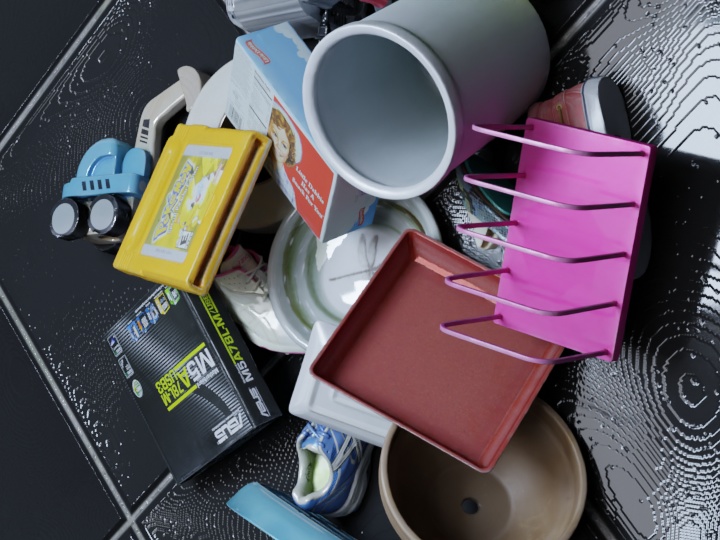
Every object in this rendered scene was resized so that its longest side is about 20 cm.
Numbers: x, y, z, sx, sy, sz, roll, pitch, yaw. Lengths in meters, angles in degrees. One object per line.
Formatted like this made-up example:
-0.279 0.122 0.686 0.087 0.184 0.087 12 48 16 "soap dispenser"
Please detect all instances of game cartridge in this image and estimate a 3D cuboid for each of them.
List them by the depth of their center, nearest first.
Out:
-0.182 -0.069 1.766 0.199 0.032 0.177 12 77 57 "game cartridge"

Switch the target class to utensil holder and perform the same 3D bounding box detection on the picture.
0.069 -0.184 1.599 0.169 0.200 0.171 19 125 29 "utensil holder"

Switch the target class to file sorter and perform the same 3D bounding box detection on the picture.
0.162 -0.027 1.513 0.138 0.125 0.202 18 105 38 "file sorter"

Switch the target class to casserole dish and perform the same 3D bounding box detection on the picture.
-0.053 0.277 1.753 0.199 0.121 0.039 28 86 33 "casserole dish"

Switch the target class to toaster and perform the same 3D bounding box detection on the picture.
-0.066 -0.323 1.782 0.128 0.113 0.202 -6 76 40 "toaster"

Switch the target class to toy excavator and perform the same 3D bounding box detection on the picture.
-0.258 -0.129 1.938 0.193 0.100 0.202 -4 77 35 "toy excavator"

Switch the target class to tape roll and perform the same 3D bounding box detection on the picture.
-0.105 -0.142 1.834 0.201 0.037 0.205 -6 78 29 "tape roll"

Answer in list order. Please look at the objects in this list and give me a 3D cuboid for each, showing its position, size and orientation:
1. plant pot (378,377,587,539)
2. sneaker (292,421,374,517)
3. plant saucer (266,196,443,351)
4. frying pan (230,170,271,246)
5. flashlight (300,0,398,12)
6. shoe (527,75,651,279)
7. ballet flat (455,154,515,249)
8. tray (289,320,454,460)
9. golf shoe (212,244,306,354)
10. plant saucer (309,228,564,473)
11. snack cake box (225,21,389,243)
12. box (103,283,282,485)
0.113 0.214 1.618 0.201 0.200 0.093 57 158 23 "plant pot"
-0.019 0.164 1.753 0.075 0.077 0.202 14 95 37 "sneaker"
0.000 0.000 1.746 0.199 0.050 0.202 -6 74 22 "plant saucer"
-0.156 -0.081 1.889 0.115 0.031 0.191 41 104 21 "frying pan"
0.005 -0.277 1.678 0.068 0.199 0.068 -47 64 26 "flashlight"
0.215 -0.080 1.600 0.091 0.071 0.202 -18 73 36 "shoe"
0.150 -0.032 1.644 0.200 0.074 0.074 47 114 30 "ballet flat"
0.031 0.132 1.689 0.199 0.022 0.108 19 107 6 "tray"
-0.110 0.026 1.802 0.199 0.075 0.092 21 138 24 "golf shoe"
0.081 0.080 1.619 0.199 0.200 0.037 28 150 12 "plant saucer"
-0.057 -0.142 1.709 0.200 0.067 0.115 54 150 26 "snack cake box"
-0.189 0.115 1.842 0.200 0.047 0.194 -38 75 50 "box"
